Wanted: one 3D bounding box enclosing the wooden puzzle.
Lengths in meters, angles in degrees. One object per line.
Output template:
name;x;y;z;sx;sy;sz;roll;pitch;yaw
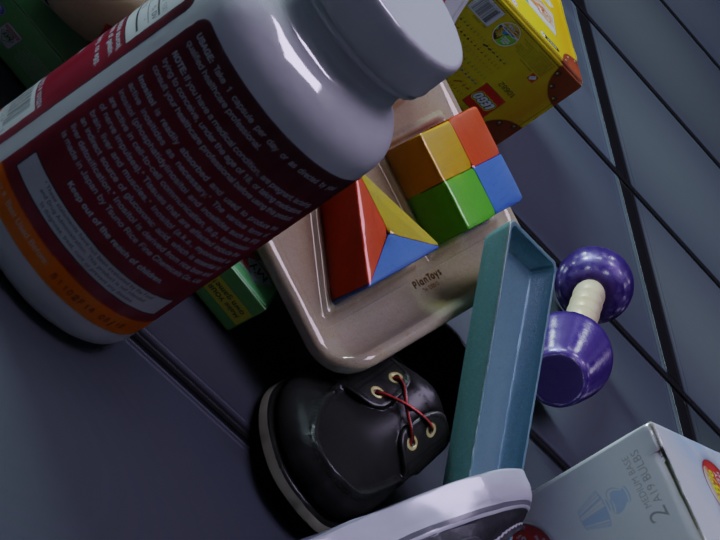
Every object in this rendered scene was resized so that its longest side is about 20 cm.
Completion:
wooden puzzle;0.001;-0.067;1.407;0.185;0.046;0.200;-29;88;-50

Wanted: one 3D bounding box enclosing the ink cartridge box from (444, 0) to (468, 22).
ink cartridge box;-0.030;-0.177;1.536;0.084;0.145;0.200;38;6;35

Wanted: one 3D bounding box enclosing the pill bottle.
pill bottle;-0.061;-0.064;1.212;0.113;0.200;0.113;47;21;-25

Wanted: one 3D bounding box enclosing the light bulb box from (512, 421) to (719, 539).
light bulb box;0.176;0.203;1.469;0.200;0.125;0.198;24;36;-59

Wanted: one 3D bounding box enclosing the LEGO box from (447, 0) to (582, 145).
LEGO box;0.051;-0.203;1.905;0.200;0.077;0.149;44;22;-31

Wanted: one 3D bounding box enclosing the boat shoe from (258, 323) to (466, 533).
boat shoe;0.005;0.068;1.375;0.074;0.063;0.201;58;20;-3

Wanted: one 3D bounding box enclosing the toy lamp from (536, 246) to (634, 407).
toy lamp;0.130;0.036;1.743;0.058;0.058;0.200;54;17;-5

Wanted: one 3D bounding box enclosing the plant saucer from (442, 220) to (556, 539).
plant saucer;0.062;0.080;1.395;0.070;0.019;0.200;41;57;-61

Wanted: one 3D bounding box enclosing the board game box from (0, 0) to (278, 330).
board game box;-0.092;-0.086;1.384;0.200;0.029;0.135;52;36;-14

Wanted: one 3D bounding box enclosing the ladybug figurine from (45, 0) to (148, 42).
ladybug figurine;-0.061;-0.133;1.320;0.200;0.072;0.136;13;43;-10

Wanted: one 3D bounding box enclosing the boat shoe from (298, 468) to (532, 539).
boat shoe;0.019;0.136;1.261;0.200;0.070;0.066;-12;80;-59
